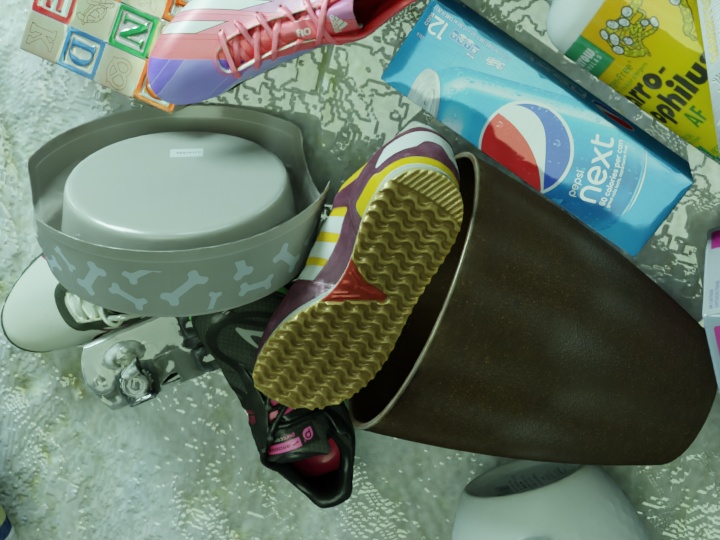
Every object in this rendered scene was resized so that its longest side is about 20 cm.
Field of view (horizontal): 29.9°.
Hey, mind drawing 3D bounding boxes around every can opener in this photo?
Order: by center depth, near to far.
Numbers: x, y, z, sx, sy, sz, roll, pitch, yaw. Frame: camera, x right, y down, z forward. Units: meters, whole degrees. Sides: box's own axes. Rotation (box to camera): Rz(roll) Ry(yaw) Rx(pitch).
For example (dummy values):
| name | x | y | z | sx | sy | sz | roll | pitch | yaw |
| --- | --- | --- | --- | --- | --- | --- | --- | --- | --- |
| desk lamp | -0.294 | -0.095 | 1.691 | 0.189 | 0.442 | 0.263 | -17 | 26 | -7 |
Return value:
| name | x | y | z | sx | sy | sz | roll | pitch | yaw |
| --- | --- | --- | --- | --- | --- | --- | --- | --- | --- |
| can opener | -0.106 | 0.041 | 0.970 | 0.200 | 0.067 | 0.053 | -23 | 101 | 3 |

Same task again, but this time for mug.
| name | x | y | z | sx | sy | sz | roll | pitch | yaw |
| --- | --- | --- | --- | --- | --- | --- | --- | --- | --- |
| mug | 0.132 | 0.223 | 0.889 | 0.148 | 0.200 | 0.175 | -16 | 95 | 10 |

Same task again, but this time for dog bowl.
| name | x | y | z | sx | sy | sz | roll | pitch | yaw |
| --- | --- | --- | --- | --- | --- | --- | --- | --- | --- |
| dog bowl | -0.117 | -0.041 | 0.875 | 0.200 | 0.200 | 0.059 | 7 | 122 | 10 |

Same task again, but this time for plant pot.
| name | x | y | z | sx | sy | sz | roll | pitch | yaw |
| --- | --- | --- | --- | --- | --- | --- | --- | --- | --- |
| plant pot | 0.121 | 0.047 | 0.868 | 0.200 | 0.187 | 0.187 | 22 | 109 | -12 |

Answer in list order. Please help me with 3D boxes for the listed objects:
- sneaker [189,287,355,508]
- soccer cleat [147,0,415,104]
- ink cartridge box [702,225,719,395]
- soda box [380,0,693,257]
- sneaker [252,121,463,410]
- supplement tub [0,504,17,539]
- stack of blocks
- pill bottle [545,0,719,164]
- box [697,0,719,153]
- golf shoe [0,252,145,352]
| name | x | y | z | sx | sy | sz | roll | pitch | yaw |
| --- | --- | --- | --- | --- | --- | --- | --- | --- | --- |
| sneaker | -0.048 | 0.085 | 0.915 | 0.077 | 0.084 | 0.200 | -28 | 126 | 6 |
| soccer cleat | -0.042 | -0.160 | 0.852 | 0.200 | 0.076 | 0.067 | -29 | 130 | -5 |
| ink cartridge box | 0.254 | 0.083 | 0.853 | 0.042 | 0.119 | 0.200 | -11 | 113 | 21 |
| soda box | 0.115 | -0.096 | 0.872 | 0.200 | 0.068 | 0.064 | 35 | 109 | 1 |
| sneaker | 0.000 | 0.000 | 0.839 | 0.075 | 0.090 | 0.200 | 30 | 118 | -16 |
| supplement tub | -0.360 | 0.157 | 0.999 | 0.144 | 0.144 | 0.200 | -23 | 100 | 16 |
| stack of blocks | -0.136 | -0.220 | 0.894 | 0.115 | 0.059 | 0.200 | 23 | 108 | 4 |
| pill bottle | 0.185 | -0.157 | 0.818 | 0.200 | 0.113 | 0.113 | 36 | 109 | 0 |
| box | 0.268 | -0.155 | 0.751 | 0.158 | 0.048 | 0.200 | 3 | 68 | -14 |
| golf shoe | -0.182 | 0.009 | 0.953 | 0.200 | 0.088 | 0.077 | -24 | 101 | 18 |
